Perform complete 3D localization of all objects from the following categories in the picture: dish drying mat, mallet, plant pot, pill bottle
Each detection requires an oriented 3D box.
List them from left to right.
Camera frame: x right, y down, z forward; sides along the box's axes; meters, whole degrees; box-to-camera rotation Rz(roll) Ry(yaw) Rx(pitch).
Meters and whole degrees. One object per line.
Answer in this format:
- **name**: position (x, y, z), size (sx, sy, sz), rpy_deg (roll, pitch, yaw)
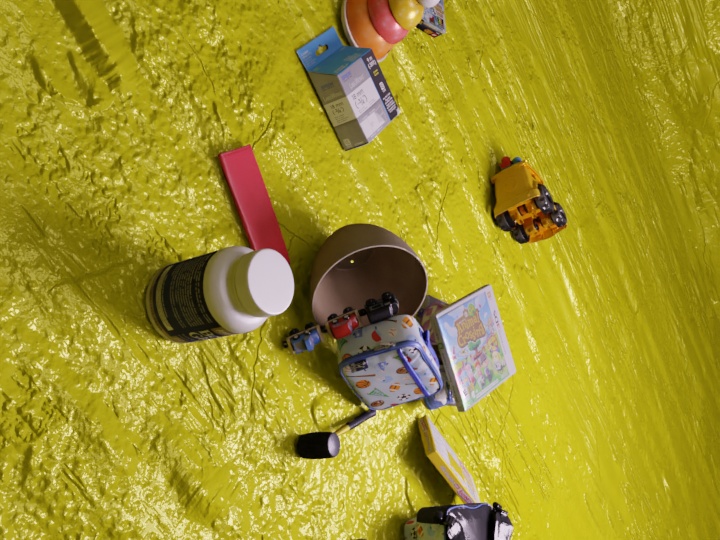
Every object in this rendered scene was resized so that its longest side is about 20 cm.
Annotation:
- **pill bottle**: position (-0.183, 0.030, 0.987), size (0.110, 0.197, 0.114), rpy_deg (16, 68, -47)
- **dish drying mat**: position (-0.166, -0.094, 1.187), size (0.076, 0.018, 0.204), rpy_deg (-30, 104, -51)
- **mallet**: position (-0.020, 0.262, 1.239), size (0.198, 0.065, 0.042), rpy_deg (-15, 94, -52)
- **plant pot**: position (0.000, 0.000, 1.259), size (0.200, 0.199, 0.136), rpy_deg (38, 18, -38)

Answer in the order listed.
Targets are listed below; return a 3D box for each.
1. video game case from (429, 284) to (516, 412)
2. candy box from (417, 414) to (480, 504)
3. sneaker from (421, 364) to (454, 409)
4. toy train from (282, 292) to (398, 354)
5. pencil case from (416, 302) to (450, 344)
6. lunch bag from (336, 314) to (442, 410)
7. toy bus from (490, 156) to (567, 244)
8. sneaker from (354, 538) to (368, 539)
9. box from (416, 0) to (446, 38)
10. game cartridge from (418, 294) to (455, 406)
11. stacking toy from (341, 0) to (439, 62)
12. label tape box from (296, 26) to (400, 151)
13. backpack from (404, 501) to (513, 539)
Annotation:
- **video game case**: position (0.216, 0.141, 1.417), size (0.198, 0.022, 0.186), rpy_deg (-22, 96, -47)
- **candy box**: position (0.174, 0.379, 1.446), size (0.201, 0.026, 0.103), rpy_deg (55, 9, -27)
- **sneaker**: position (0.194, 0.214, 1.453), size (0.198, 0.087, 0.077), rpy_deg (-17, 99, -48)
- **toy train**: position (-0.030, 0.087, 1.195), size (0.046, 0.196, 0.035), rpy_deg (-117, -174, -57)
- **pencil case**: position (0.197, 0.114, 1.490), size (0.198, 0.083, 0.087), rpy_deg (9, 108, -48)
- **lunch bag**: position (0.053, 0.155, 1.254), size (0.201, 0.157, 0.077), rpy_deg (57, 21, -51)
- **toy bus**: position (0.407, -0.186, 1.856), size (0.199, 0.134, 0.196), rpy_deg (30, 43, -46)
- **sneaker**: position (-0.022, 0.462, 1.176), size (0.198, 0.078, 0.077), rpy_deg (1, 80, -50)
- **box**: position (0.115, -0.614, 1.653), size (0.198, 0.039, 0.140), rpy_deg (9, 75, -50)
- **game cartridge**: position (0.161, 0.163, 1.519), size (0.129, 0.038, 0.205), rpy_deg (26, 61, -50)
- **stacking toy**: position (0.072, -0.500, 1.442), size (0.145, 0.197, 0.150), rpy_deg (16, 69, -47)
- **label tape box**: position (-0.018, -0.348, 1.400), size (0.145, 0.062, 0.203), rpy_deg (-50, 119, -46)
- **backpack**: position (0.168, 0.521, 1.342), size (0.197, 0.153, 0.195), rpy_deg (12, 64, -41)
